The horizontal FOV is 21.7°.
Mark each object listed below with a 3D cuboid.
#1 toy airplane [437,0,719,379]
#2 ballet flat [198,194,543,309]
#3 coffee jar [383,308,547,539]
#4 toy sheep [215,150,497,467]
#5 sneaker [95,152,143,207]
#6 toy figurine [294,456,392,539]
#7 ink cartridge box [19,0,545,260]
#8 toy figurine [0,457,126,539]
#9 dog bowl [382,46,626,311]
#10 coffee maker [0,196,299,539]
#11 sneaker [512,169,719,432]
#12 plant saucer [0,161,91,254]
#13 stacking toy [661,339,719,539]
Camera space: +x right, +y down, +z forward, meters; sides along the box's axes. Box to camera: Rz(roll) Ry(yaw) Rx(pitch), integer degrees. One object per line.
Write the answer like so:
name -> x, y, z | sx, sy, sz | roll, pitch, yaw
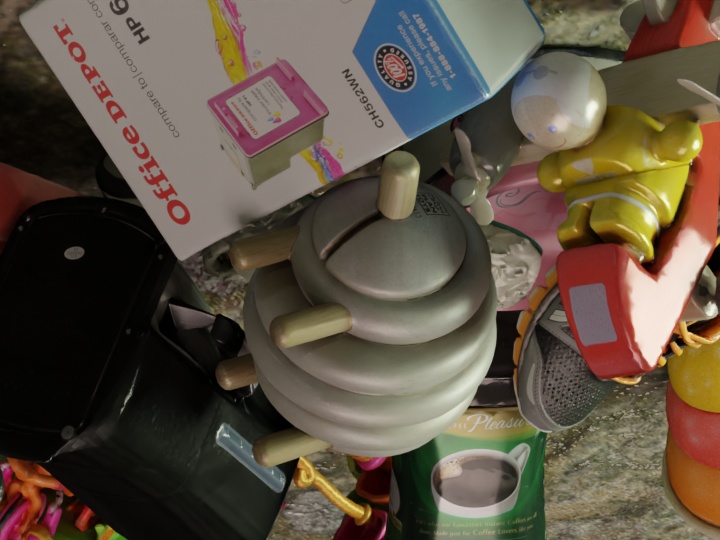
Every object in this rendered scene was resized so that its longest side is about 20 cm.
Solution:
toy airplane -> 0.129, -0.077, 0.889 | 0.140, 0.200, 0.201 | 21, 115, -38
ballet flat -> 0.000, 0.000, 1.017 | 0.198, 0.072, 0.072 | 12, 154, 24
coffee jar -> 0.062, 0.120, 1.084 | 0.103, 0.085, 0.202 | 0, 110, -4
toy sheep -> 0.003, 0.021, 0.907 | 0.136, 0.139, 0.201 | 5, 142, -8
sneaker -> -0.069, -0.086, 1.000 | 0.199, 0.074, 0.080 | -19, 113, 36
toy figurine -> -0.016, 0.108, 1.190 | 0.183, 0.201, 0.150 | 33, 163, -33
ink cartridge box -> -0.039, -0.112, 0.872 | 0.199, 0.085, 0.145 | -26, 103, 36
toy figurine -> -0.178, 0.093, 1.193 | 0.150, 0.200, 0.185 | 34, 137, 16
dog bowl -> 0.112, -0.037, 1.064 | 0.198, 0.074, 0.201 | -1, 147, 0
coffee maker -> -0.134, 0.085, 1.020 | 0.192, 0.134, 0.200 | -48, 145, -7
sneaker -> 0.154, 0.015, 0.979 | 0.078, 0.077, 0.201 | 18, 118, -42
plant saucer -> -0.261, -0.008, 1.023 | 0.199, 0.037, 0.199 | -20, 156, 29
stacking toy -> 0.242, 0.067, 1.208 | 0.145, 0.147, 0.201 | -13, 131, 19
